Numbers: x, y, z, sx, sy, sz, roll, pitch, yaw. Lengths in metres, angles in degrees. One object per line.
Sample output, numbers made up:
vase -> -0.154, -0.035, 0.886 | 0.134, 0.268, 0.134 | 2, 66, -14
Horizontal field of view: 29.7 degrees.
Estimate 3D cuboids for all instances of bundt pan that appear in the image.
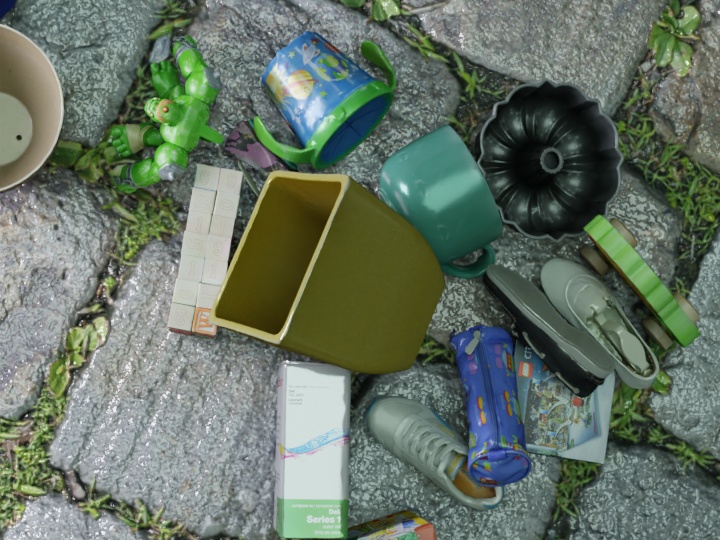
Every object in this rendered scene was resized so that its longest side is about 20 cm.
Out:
bundt pan -> 0.226, -0.135, 1.714 | 0.199, 0.076, 0.205 | 1, 88, -18

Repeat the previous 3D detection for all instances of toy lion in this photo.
toy lion -> 0.344, 0.015, 1.657 | 0.069, 0.192, 0.200 | -41, 94, 5

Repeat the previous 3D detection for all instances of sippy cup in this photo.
sippy cup -> -0.049, -0.219, 1.682 | 0.130, 0.177, 0.140 | 47, 119, 10

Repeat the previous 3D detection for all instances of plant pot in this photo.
plant pot -> -0.022, 0.019, 1.558 | 0.199, 0.195, 0.196 | 28, 81, -30
plant pot -> -0.448, -0.180, 1.626 | 0.197, 0.134, 0.204 | 1, 84, -6

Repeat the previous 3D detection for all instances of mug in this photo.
mug -> 0.097, -0.070, 1.666 | 0.113, 0.152, 0.187 | -27, 89, -4

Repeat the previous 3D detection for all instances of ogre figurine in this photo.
ogre figurine -> -0.228, -0.187, 1.657 | 0.201, 0.119, 0.098 | -52, 127, -16

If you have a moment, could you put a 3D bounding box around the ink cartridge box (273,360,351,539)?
ink cartridge box -> -0.059, 0.213, 1.626 | 0.083, 0.145, 0.203 | 2, 84, -6

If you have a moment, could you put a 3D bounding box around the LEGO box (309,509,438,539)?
LEGO box -> 0.013, 0.346, 1.594 | 0.147, 0.200, 0.078 | -16, 87, -8

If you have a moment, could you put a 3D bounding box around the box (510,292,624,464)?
box -> 0.253, 0.134, 1.721 | 0.135, 0.038, 0.203 | 9, 84, -5

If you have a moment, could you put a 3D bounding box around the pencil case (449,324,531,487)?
pencil case -> 0.157, 0.158, 1.647 | 0.077, 0.087, 0.202 | -14, 54, 11

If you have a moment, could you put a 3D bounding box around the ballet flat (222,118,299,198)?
ballet flat -> -0.090, -0.104, 1.699 | 0.199, 0.069, 0.071 | 40, 100, 3

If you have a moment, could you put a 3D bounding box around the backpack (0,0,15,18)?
backpack -> -0.541, -0.365, 1.620 | 0.167, 0.163, 0.201 | -41, 91, -5

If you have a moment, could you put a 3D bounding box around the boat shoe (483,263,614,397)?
boat shoe -> 0.221, 0.074, 1.673 | 0.199, 0.074, 0.061 | 40, 119, 5

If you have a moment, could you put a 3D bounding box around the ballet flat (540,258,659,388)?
ballet flat -> 0.304, 0.061, 1.682 | 0.069, 0.069, 0.201 | -40, 90, -8

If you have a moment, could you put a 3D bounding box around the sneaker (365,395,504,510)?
sneaker -> 0.096, 0.221, 1.675 | 0.199, 0.081, 0.077 | 34, 84, -1

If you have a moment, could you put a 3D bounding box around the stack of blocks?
stack of blocks -> -0.187, -0.022, 1.650 | 0.058, 0.115, 0.203 | 10, 83, -5
